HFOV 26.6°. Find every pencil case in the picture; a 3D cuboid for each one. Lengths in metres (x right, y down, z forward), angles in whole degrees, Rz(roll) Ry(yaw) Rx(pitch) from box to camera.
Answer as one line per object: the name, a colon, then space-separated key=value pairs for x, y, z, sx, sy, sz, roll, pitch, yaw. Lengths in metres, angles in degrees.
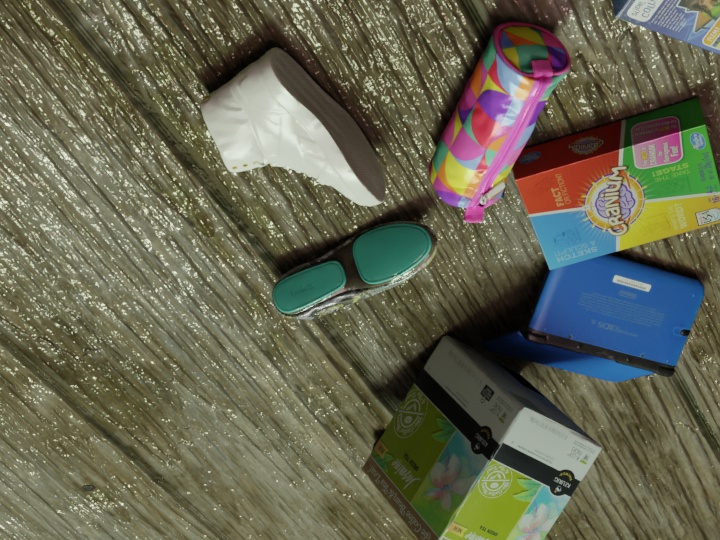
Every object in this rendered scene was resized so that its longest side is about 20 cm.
pencil case: x=0.132 y=-0.144 z=1.478 sx=0.087 sy=0.089 sz=0.201 roll=8 pitch=136 yaw=-14

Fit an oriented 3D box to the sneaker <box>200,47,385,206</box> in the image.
sneaker: x=-0.070 y=-0.121 z=1.500 sx=0.115 sy=0.074 sz=0.200 roll=-27 pitch=124 yaw=25

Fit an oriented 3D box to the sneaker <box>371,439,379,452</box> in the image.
sneaker: x=0.106 y=0.221 z=1.893 sx=0.198 sy=0.076 sz=0.088 roll=-23 pitch=136 yaw=19

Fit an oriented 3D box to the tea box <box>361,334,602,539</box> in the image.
tea box: x=0.134 y=0.217 z=1.747 sx=0.133 sy=0.200 sz=0.198 roll=27 pitch=98 yaw=-31

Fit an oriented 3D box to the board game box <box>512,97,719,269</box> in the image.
board game box: x=0.271 y=-0.087 z=1.587 sx=0.198 sy=0.041 sz=0.154 roll=-16 pitch=137 yaw=13

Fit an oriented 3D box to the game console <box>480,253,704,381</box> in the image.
game console: x=0.266 y=0.053 z=1.763 sx=0.198 sy=0.118 sz=0.172 roll=14 pitch=104 yaw=-21

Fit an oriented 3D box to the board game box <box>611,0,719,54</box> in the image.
board game box: x=0.333 y=-0.290 z=1.367 sx=0.134 sy=0.035 sz=0.201 roll=15 pitch=135 yaw=-20

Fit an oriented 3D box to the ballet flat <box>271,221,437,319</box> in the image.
ballet flat: x=0.000 y=0.000 z=1.653 sx=0.199 sy=0.073 sz=0.072 roll=-22 pitch=136 yaw=19
